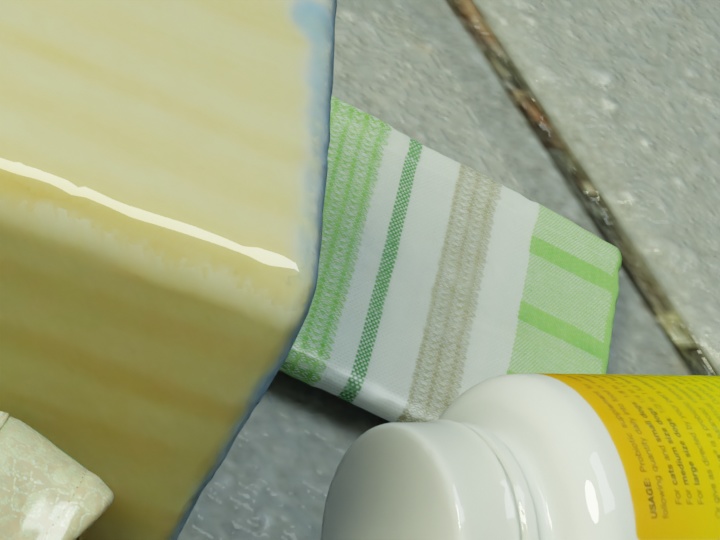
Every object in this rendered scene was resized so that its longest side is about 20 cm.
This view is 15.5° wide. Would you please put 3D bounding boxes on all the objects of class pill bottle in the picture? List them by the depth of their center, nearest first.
[{"bbox_3d":[0.090,0.088,0.857,0.199,0.109,0.110,3,45,-34],"label":"pill bottle"}]

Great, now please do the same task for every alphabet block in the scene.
[{"bbox_3d":[-0.134,-0.021,0.753,0.199,0.197,0.196,20,37,-14],"label":"alphabet block"}]

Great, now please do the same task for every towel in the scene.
[{"bbox_3d":[0.000,0.000,0.970,0.199,0.031,0.150,28,39,-9],"label":"towel"}]

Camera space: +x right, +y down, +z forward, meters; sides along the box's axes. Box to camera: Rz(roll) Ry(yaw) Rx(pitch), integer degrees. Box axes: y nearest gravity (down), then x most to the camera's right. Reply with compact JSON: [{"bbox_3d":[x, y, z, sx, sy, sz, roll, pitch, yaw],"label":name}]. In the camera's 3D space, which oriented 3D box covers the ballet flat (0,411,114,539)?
[{"bbox_3d":[-0.113,0.129,0.639,0.062,0.067,0.201,25,74,-13],"label":"ballet flat"}]
